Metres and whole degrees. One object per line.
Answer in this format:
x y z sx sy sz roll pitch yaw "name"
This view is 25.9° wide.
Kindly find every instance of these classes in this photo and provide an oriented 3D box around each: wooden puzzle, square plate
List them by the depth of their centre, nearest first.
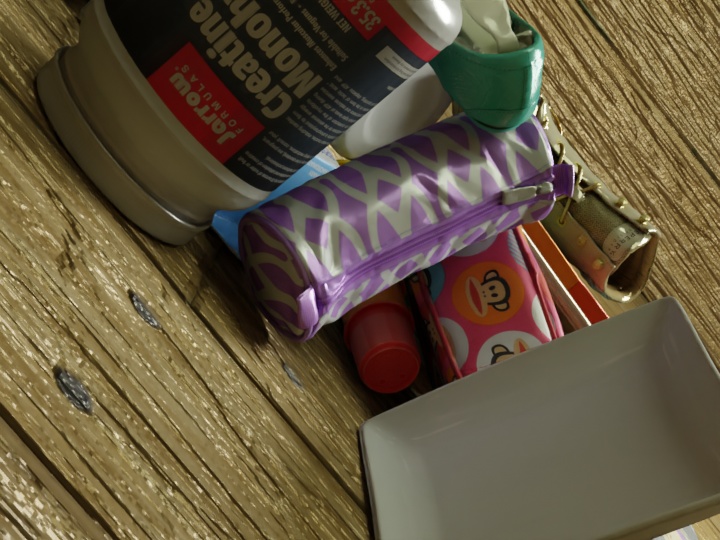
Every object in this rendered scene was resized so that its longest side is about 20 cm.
0.100 0.100 0.820 0.198 0.198 0.029 -100 166 -66 "square plate"
0.129 -0.005 1.161 0.201 0.037 0.185 57 -3 -25 "wooden puzzle"

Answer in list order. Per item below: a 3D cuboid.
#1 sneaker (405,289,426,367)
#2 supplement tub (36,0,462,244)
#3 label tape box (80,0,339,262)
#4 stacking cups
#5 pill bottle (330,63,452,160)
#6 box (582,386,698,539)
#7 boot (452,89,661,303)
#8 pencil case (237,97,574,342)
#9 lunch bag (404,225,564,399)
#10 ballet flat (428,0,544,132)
0.052 0.003 1.153 0.201 0.080 0.071 51 21 5 "sneaker"
-0.058 -0.123 0.833 0.141 0.199 0.141 48 13 -15 "supplement tub"
-0.077 -0.088 0.992 0.201 0.066 0.143 56 13 23 "label tape box"
0.000 0.000 1.044 0.060 0.060 0.201 44 16 -32 "stacking cups"
-0.023 -0.186 1.139 0.201 0.112 0.112 54 12 24 "pill bottle"
0.121 0.173 0.844 0.106 0.122 0.200 49 13 -21 "box"
0.146 -0.067 1.147 0.156 0.073 0.200 47 -10 31 "boot"
0.027 -0.030 0.905 0.085 0.199 0.085 41 -31 41 "pencil case"
0.076 0.046 1.027 0.177 0.081 0.202 86 -11 -63 "lunch bag"
0.042 -0.168 0.910 0.067 0.071 0.200 -22 59 -31 "ballet flat"
